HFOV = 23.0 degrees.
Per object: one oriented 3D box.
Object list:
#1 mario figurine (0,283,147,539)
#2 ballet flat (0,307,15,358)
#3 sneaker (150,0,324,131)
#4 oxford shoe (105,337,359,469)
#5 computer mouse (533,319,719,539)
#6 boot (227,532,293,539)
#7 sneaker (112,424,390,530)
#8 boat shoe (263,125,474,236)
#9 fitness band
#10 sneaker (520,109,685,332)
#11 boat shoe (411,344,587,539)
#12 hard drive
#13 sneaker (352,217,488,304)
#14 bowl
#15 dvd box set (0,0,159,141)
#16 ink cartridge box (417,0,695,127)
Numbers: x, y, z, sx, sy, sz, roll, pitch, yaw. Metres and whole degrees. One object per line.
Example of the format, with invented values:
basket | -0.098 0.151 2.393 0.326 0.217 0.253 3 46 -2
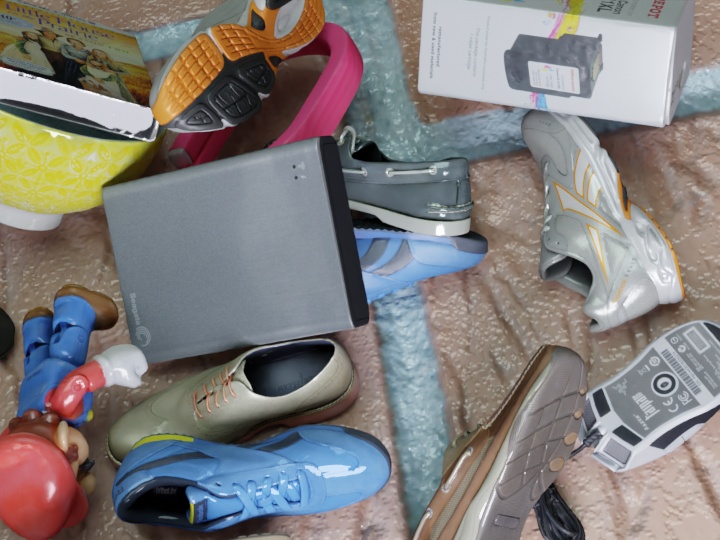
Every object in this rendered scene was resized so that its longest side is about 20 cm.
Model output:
mario figurine | -0.219 0.117 1.317 0.105 0.124 0.201 10 48 -7
ballet flat | -0.370 0.023 1.404 0.198 0.069 0.068 15 63 17
sneaker | -0.109 -0.163 1.392 0.091 0.076 0.200 -15 23 43
oxford shoe | -0.101 0.092 1.318 0.198 0.074 0.071 -21 61 -3
computer mouse | 0.197 0.112 1.281 0.199 0.044 0.110 -33 56 -4
boot | -0.126 0.274 1.219 0.198 0.072 0.168 -10 64 11
sneaker | -0.078 0.157 1.259 0.198 0.067 0.079 -2 24 5
boat shoe | 0.004 -0.081 1.384 0.199 0.062 0.073 20 23 34
fitness band | -0.075 -0.126 1.416 0.143 0.038 0.201 -9 40 37
sneaker | 0.163 -0.042 1.359 0.091 0.076 0.201 -29 59 -3
boat shoe | 0.089 0.138 1.236 0.072 0.076 0.201 28 90 40
hard drive | -0.096 -0.012 1.327 0.198 0.033 0.141 -11 91 30
sneaker | 0.000 0.000 1.374 0.198 0.066 0.079 -1 99 -5
bowl | -0.265 -0.098 1.423 0.199 0.200 0.109 29 111 23
dvd box set | -0.241 -0.167 1.423 0.145 0.030 0.200 14 20 -19
ink cartridge box | 0.159 -0.188 1.401 0.198 0.084 0.146 9 27 14
